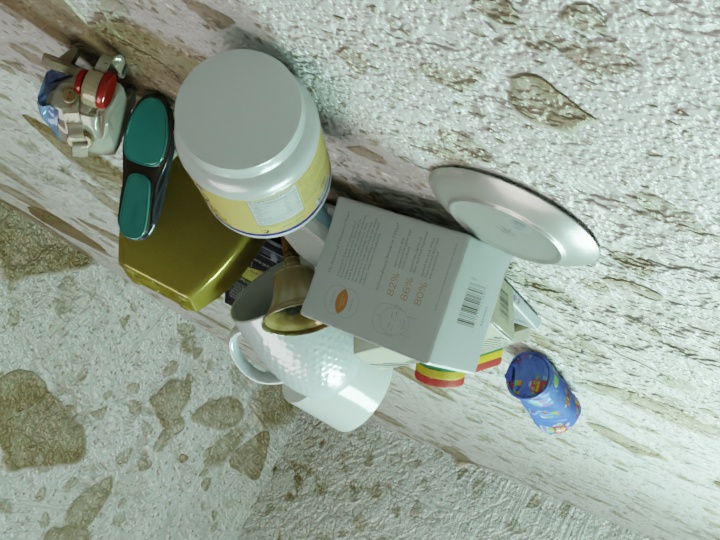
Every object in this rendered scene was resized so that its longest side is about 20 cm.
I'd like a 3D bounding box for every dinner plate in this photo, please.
[{"bbox_3d":[0.157,-0.048,1.206,0.199,0.024,0.200,26,167,6],"label":"dinner plate"}]

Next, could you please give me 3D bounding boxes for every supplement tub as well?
[{"bbox_3d":[-0.108,-0.126,1.167,0.145,0.146,0.200,25,168,10],"label":"supplement tub"}]

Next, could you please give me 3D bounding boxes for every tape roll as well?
[{"bbox_3d":[-0.048,0.212,2.353,0.139,0.203,0.202,32,168,-25],"label":"tape roll"}]

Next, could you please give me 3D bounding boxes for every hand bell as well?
[{"bbox_3d":[-0.094,-0.025,1.506,0.104,0.201,0.104,-9,156,-4],"label":"hand bell"}]

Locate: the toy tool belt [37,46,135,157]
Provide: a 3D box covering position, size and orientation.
[{"bbox_3d":[-0.359,-0.214,1.421,0.122,0.125,0.200,19,168,-1],"label":"toy tool belt"}]

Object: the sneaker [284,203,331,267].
[{"bbox_3d":[-0.063,-0.076,1.428,0.200,0.082,0.074,45,151,-25],"label":"sneaker"}]

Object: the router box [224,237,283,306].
[{"bbox_3d":[-0.121,0.015,1.775,0.199,0.052,0.158,27,126,28],"label":"router box"}]

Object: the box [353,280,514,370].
[{"bbox_3d":[0.091,0.063,1.445,0.199,0.083,0.068,-14,148,30],"label":"box"}]

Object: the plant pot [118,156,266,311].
[{"bbox_3d":[-0.240,-0.057,1.628,0.195,0.201,0.194,26,168,1],"label":"plant pot"}]

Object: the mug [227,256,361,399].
[{"bbox_3d":[-0.102,0.101,1.659,0.199,0.148,0.176,-22,116,25],"label":"mug"}]

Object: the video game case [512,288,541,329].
[{"bbox_3d":[0.142,0.013,1.515,0.143,0.018,0.200,19,165,39],"label":"video game case"}]

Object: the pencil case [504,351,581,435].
[{"bbox_3d":[0.289,0.197,1.819,0.086,0.078,0.200,-4,154,24],"label":"pencil case"}]

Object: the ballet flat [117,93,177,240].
[{"bbox_3d":[-0.275,-0.138,1.492,0.073,0.201,0.073,12,-160,-4],"label":"ballet flat"}]

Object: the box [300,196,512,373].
[{"bbox_3d":[0.053,0.016,1.348,0.199,0.153,0.106,20,-178,38],"label":"box"}]

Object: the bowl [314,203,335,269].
[{"bbox_3d":[0.000,0.000,1.550,0.201,0.091,0.201,32,171,5],"label":"bowl"}]

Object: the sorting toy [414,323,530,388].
[{"bbox_3d":[0.100,0.099,1.609,0.199,0.070,0.198,19,-161,37],"label":"sorting toy"}]

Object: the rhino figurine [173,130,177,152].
[{"bbox_3d":[-0.173,-0.160,1.381,0.087,0.060,0.200,28,167,-18],"label":"rhino figurine"}]
